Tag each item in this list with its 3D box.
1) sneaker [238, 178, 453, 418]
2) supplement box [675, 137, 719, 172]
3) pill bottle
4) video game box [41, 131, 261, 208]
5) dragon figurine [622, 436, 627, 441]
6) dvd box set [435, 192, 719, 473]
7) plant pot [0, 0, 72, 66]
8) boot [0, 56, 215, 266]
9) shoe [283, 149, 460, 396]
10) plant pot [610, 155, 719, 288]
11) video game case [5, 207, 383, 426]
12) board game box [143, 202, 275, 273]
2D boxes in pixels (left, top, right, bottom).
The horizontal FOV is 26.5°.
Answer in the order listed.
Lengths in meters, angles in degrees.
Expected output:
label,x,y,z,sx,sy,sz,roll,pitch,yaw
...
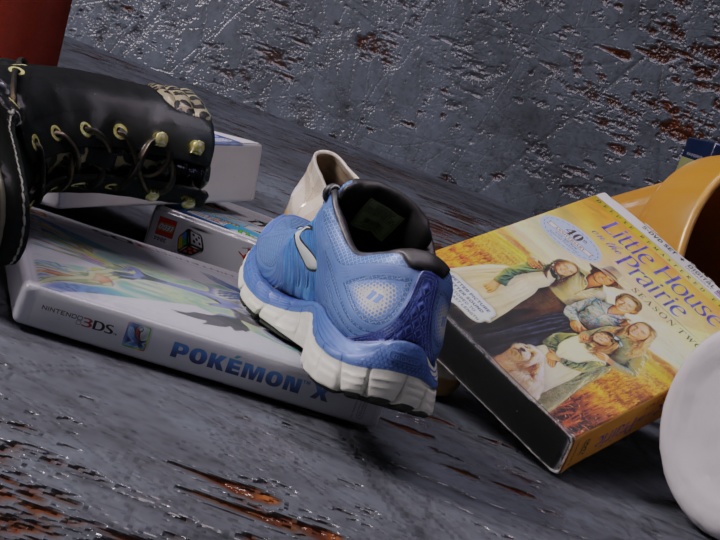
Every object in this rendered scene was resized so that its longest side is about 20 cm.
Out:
label,x,y,z,sx,sy,sz,roll,pitch,yaw
sneaker,0.000,0.000,0.745,0.078,0.090,0.200,19,7,-24
supplement box,0.327,0.001,1.363,0.133,0.202,0.200,21,8,4
pill bottle,0.264,0.100,0.829,0.199,0.118,0.116,14,10,-37
video game box,-0.192,-0.082,0.987,0.181,0.047,0.199,14,10,29
dragon figurine,0.129,0.059,0.959,0.099,0.059,0.200,22,9,8
dvd box set,0.127,0.028,0.878,0.199,0.030,0.146,-18,52,-42
plant pot,-0.302,-0.210,1.167,0.199,0.197,0.201,20,8,-3
boot,-0.141,-0.058,0.773,0.152,0.074,0.204,8,24,-25
shoe,0.007,-0.002,0.923,0.069,0.054,0.200,2,34,-33
plant pot,0.240,0.012,1.170,0.199,0.203,0.182,15,-6,-36
video game case,-0.095,0.017,0.793,0.181,0.022,0.200,18,8,-19
board game box,-0.043,-0.003,1.024,0.198,0.035,0.126,20,9,-5
